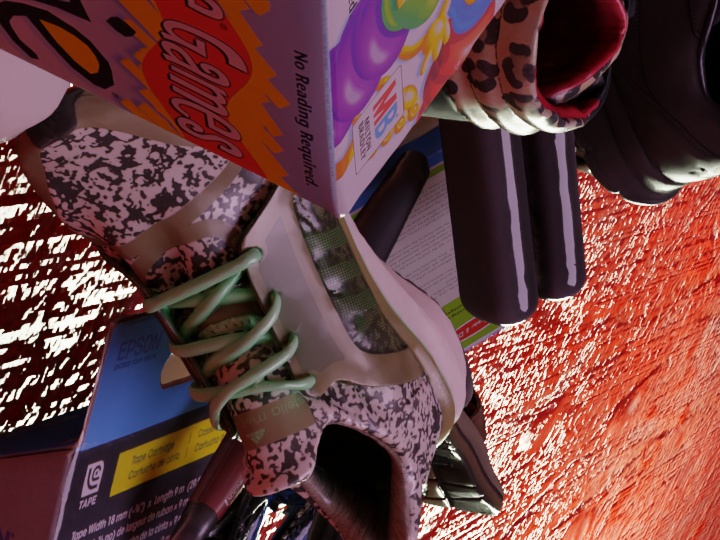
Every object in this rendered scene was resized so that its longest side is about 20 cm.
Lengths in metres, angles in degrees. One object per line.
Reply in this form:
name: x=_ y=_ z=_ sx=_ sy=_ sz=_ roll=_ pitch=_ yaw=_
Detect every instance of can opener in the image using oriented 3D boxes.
can opener: x=0.038 y=-0.082 z=0.849 sx=0.053 sy=0.067 sz=0.201 roll=-25 pitch=119 yaw=-36

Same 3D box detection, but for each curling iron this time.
curling iron: x=-0.022 y=0.031 z=0.816 sx=0.050 sy=0.025 sz=0.201 roll=112 pitch=4 yaw=-57

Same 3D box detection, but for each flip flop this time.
flip flop: x=0.028 y=0.069 z=1.135 sx=0.200 sy=0.081 sz=0.058 roll=65 pitch=39 yaw=-61

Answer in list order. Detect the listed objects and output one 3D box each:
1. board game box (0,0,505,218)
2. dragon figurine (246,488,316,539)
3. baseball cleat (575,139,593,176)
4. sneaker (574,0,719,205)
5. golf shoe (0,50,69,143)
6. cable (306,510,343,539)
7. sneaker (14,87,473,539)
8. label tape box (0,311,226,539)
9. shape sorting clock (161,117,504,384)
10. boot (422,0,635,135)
board game box: x=-0.063 y=-0.113 z=0.388 sx=0.103 sy=0.199 sz=0.105 roll=-54 pitch=160 yaw=-28
dragon figurine: x=-0.066 y=0.141 z=0.968 sx=0.200 sy=0.059 sz=0.100 roll=-37 pitch=147 yaw=-61
baseball cleat: x=0.074 y=-0.081 z=0.983 sx=0.070 sy=0.106 sz=0.200 roll=-58 pitch=163 yaw=18
sneaker: x=0.111 y=-0.128 z=0.929 sx=0.076 sy=0.091 sz=0.201 roll=-36 pitch=106 yaw=-42
golf shoe: x=-0.070 y=-0.096 z=0.567 sx=0.078 sy=0.097 sz=0.201 roll=-52 pitch=160 yaw=-39
cable: x=-0.030 y=0.127 z=0.914 sx=0.201 sy=0.050 sz=0.097 roll=-77 pitch=164 yaw=-45
sneaker: x=-0.027 y=0.020 z=0.699 sx=0.200 sy=0.077 sz=0.089 roll=44 pitch=30 yaw=-39
label tape box: x=-0.097 y=0.094 z=0.798 sx=0.144 sy=0.063 sz=0.201 roll=-15 pitch=121 yaw=-67
shape sorting clock: x=0.000 y=0.000 z=0.932 sx=0.199 sy=0.039 sz=0.201 roll=-29 pitch=142 yaw=-25
boot: x=0.011 y=-0.076 z=0.719 sx=0.203 sy=0.153 sz=0.074 roll=3 pitch=99 yaw=-70
